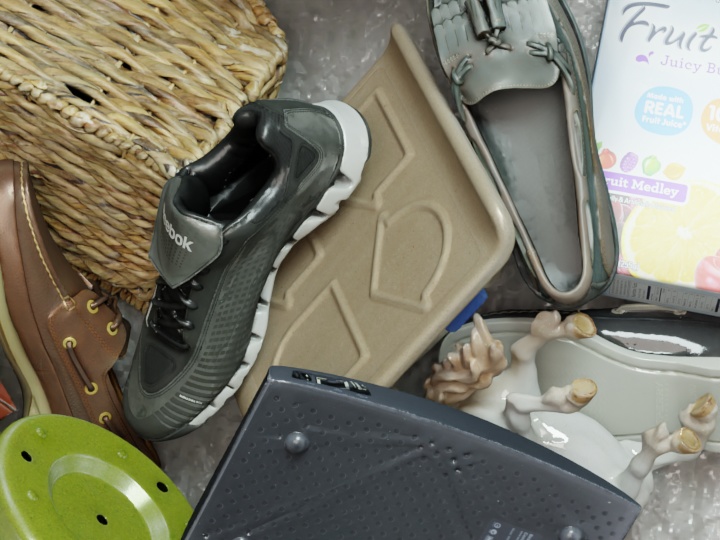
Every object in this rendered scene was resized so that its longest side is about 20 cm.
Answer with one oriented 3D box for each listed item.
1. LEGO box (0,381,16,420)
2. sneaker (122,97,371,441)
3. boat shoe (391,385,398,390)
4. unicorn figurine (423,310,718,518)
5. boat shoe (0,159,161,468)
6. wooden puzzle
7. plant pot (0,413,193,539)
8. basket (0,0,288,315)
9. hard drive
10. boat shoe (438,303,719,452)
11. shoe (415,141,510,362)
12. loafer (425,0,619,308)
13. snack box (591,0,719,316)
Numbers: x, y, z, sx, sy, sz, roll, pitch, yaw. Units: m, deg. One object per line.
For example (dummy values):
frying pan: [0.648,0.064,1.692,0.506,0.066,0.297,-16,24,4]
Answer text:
LEGO box: [-0.295,0.036,1.352,0.149,0.077,0.200,-38,56,4]
sneaker: [-0.077,-0.006,1.285,0.066,0.090,0.200,39,103,34]
boat shoe: [0.037,0.143,1.346,0.072,0.065,0.201,-25,93,24]
unicorn figurine: [0.115,0.101,1.316,0.200,0.074,0.137,44,134,-2]
boat shoe: [-0.156,0.030,1.361,0.067,0.072,0.201,-13,111,-1]
wooden puzzle: [0.000,0.000,1.309,0.046,0.185,0.200,23,116,-33]
plant pot: [-0.178,0.180,1.280,0.200,0.200,0.193,45,116,7]
basket: [-0.148,-0.102,1.388,0.199,0.149,0.143,29,58,7]
hard drive: [0.021,0.122,1.248,0.199,0.042,0.135,20,116,-17]
boat shoe: [0.143,0.049,1.347,0.199,0.060,0.074,4,122,11]
shoe: [0.038,0.000,1.364,0.053,0.070,0.200,40,98,-19]
loafer: [0.082,-0.078,1.259,0.072,0.063,0.201,-19,94,9]
snack box: [0.188,-0.080,1.332,0.142,0.053,0.201,11,77,6]
